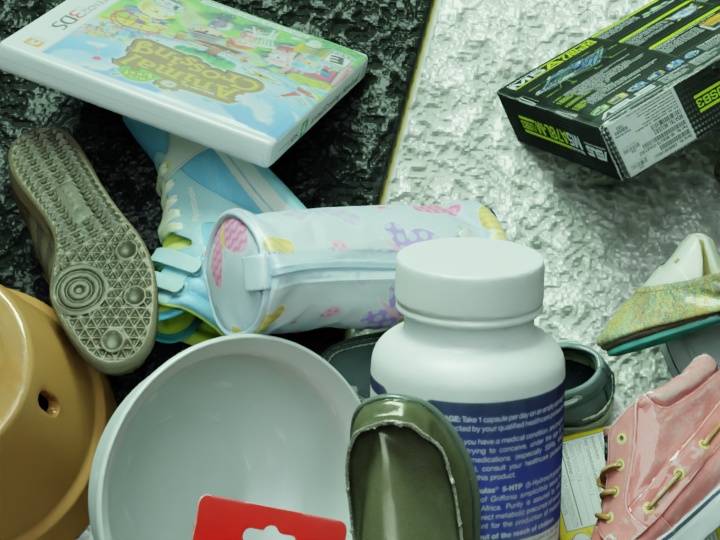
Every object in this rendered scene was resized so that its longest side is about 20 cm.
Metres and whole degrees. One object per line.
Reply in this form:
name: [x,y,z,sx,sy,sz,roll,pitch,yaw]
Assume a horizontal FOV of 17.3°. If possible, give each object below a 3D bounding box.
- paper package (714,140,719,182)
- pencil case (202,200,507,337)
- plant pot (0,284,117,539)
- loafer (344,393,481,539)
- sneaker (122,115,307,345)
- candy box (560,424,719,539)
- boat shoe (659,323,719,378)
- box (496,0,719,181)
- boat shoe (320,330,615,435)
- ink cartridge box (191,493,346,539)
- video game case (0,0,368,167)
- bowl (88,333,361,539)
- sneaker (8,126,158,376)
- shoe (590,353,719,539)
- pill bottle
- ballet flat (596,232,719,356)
paper package: [0.361,-0.076,1.542,0.199,0.104,0.191,-33,68,-11]
pencil case: [0.000,0.000,1.498,0.199,0.091,0.084,-2,104,-31]
plant pot: [-0.262,0.085,1.494,0.198,0.140,0.202,-2,66,4]
loafer: [0.034,0.170,1.359,0.075,0.070,0.202,-9,103,14]
sneaker: [-0.120,-0.030,1.568,0.130,0.080,0.200,-40,69,-14]
candy box: [0.182,0.191,1.479,0.101,0.026,0.201,-12,67,-3]
boat shoe: [0.264,0.080,1.500,0.073,0.067,0.200,-37,69,-12]
box: [0.209,-0.136,1.542,0.199,0.193,0.048,-31,105,-10]
boat shoe: [0.065,0.065,1.522,0.198,0.062,0.073,5,67,6]
ink cartridge box: [-0.052,0.241,1.398,0.116,0.067,0.202,14,80,-34]
video game case: [-0.116,-0.141,1.586,0.199,0.022,0.182,21,29,12]
bowl: [-0.092,0.137,1.466,0.200,0.090,0.203,-1,92,-33]
sneaker: [-0.174,-0.004,1.547,0.070,0.076,0.201,-19,56,-7]
shoe: [0.166,0.141,1.439,0.200,0.072,0.091,-40,80,-8]
pill bottle: [0.064,0.088,1.431,0.119,0.120,0.202,2,106,5]
ballet flat: [0.236,0.001,1.470,0.199,0.071,0.071,-16,63,26]
